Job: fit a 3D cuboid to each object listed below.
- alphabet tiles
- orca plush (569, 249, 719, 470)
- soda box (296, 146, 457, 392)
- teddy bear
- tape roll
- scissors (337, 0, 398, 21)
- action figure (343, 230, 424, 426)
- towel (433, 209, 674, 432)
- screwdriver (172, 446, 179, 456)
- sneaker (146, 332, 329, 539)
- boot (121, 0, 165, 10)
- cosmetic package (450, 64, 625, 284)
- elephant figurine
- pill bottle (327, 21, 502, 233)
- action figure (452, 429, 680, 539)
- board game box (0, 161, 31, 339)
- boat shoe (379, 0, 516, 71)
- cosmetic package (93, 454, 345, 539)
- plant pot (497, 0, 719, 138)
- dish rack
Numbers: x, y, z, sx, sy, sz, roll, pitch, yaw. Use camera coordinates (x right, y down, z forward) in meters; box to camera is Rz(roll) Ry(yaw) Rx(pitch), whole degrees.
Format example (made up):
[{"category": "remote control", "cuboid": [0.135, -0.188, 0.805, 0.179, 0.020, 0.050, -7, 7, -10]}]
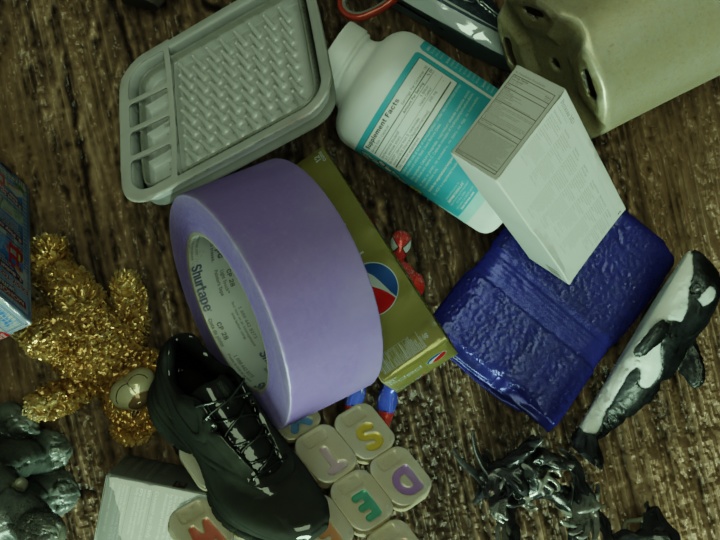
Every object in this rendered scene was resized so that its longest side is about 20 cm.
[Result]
[{"category": "alphabet tiles", "cuboid": [-0.046, 0.185, 0.869, 0.200, 0.015, 0.196, -27, 63, -27]}, {"category": "orca plush", "cuboid": [0.258, 0.086, 0.933, 0.071, 0.105, 0.200, 31, 89, 9]}, {"category": "soda box", "cuboid": [0.000, 0.000, 0.914, 0.064, 0.068, 0.200, -33, 71, 4]}, {"category": "teddy bear", "cuboid": [-0.232, 0.059, 0.925, 0.145, 0.067, 0.200, -28, 86, -26]}, {"category": "tape roll", "cuboid": [-0.070, 0.018, 0.869, 0.085, 0.200, 0.201, -24, 90, -24]}, {"category": "scissors", "cuboid": [0.059, -0.284, 0.922, 0.200, 0.014, 0.073, -31, 79, 3]}, {"category": "action figure", "cuboid": [0.019, 0.064, 0.958, 0.065, 0.052, 0.201, 10, 86, 2]}, {"category": "towel", "cuboid": [0.166, 0.022, 0.967, 0.148, 0.050, 0.200, 39, 87, -8]}, {"category": "screwdriver", "cuboid": [-0.080, 0.101, 0.963, 0.200, 0.028, 0.029, -35, 61, -4]}, {"category": "sneaker", "cuboid": [-0.099, 0.128, 0.838, 0.076, 0.091, 0.200, -33, 60, -33]}, {"category": "boot", "cuboid": [-0.224, -0.314, 0.950, 0.199, 0.070, 0.147, 17, 82, -3]}, {"category": "cosmetic package", "cuboid": [0.142, -0.068, 0.845, 0.051, 0.200, 0.083, 38, 87, 34]}, {"category": "elephant figurine", "cuboid": [-0.307, 0.181, 0.859, 0.155, 0.200, 0.142, -43, 93, 3]}, {"category": "pill bottle", "cuboid": [0.057, -0.127, 0.930, 0.200, 0.111, 0.111, 34, 88, -1]}, {"category": "action figure", "cuboid": [0.167, 0.212, 0.927, 0.200, 0.102, 0.119, 27, 129, -7]}, {"category": "board game box", "cuboid": [-0.337, 0.017, 0.868, 0.200, 0.200, 0.062, -44, 126, -3]}, {"category": "boat shoe", "cuboid": [0.085, -0.252, 0.952, 0.200, 0.071, 0.091, 31, 92, 1]}, {"category": "cosmetic package", "cuboid": [-0.115, 0.220, 0.918, 0.199, 0.107, 0.091, 9, 88, -4]}, {"category": "plant pot", "cuboid": [0.219, -0.208, 0.878, 0.183, 0.200, 0.201, -34, 90, -13]}, {"category": "dish rack", "cuboid": [-0.107, -0.144, 0.904, 0.200, 0.044, 0.172, -26, 50, 19]}]
